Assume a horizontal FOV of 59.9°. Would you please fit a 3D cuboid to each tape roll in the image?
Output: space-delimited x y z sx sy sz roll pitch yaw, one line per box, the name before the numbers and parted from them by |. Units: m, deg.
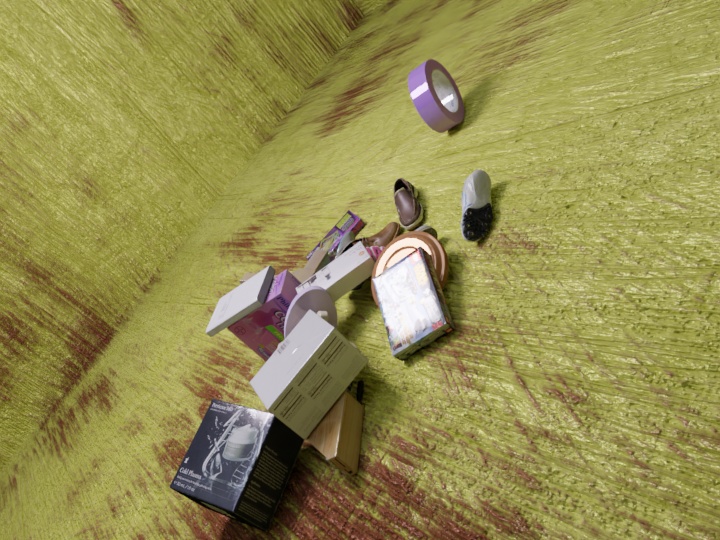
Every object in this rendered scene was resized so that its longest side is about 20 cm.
tape roll | 0.224 -0.509 1.830 0.065 0.200 0.202 -23 33 35

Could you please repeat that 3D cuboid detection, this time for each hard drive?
hard drive | -0.305 0.078 1.592 0.198 0.027 0.133 -31 29 30

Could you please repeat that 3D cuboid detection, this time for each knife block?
knife block | -0.030 0.286 1.242 0.177 0.064 0.199 -53 26 -12

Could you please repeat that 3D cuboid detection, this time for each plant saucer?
plant saucer | 0.103 0.006 1.390 0.198 0.032 0.204 -19 58 33

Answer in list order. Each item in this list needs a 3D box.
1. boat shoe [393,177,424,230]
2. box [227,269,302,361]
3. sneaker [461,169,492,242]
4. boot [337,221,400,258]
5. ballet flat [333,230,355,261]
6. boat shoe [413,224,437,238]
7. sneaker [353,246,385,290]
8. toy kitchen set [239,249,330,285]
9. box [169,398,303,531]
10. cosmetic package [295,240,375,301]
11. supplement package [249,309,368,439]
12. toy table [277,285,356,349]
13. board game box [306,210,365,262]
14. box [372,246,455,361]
boat shoe | 0.117 -0.182 1.671 0.074 0.075 0.204 -37 28 18
box | -0.206 0.128 1.606 0.198 0.176 0.098 -32 28 26
sneaker | 0.260 -0.139 1.420 0.073 0.070 0.203 111 174 -55
boot | 0.022 -0.065 1.651 0.200 0.075 0.074 -45 24 1
ballet flat | -0.044 -0.020 1.719 0.063 0.068 0.202 13 60 29
boat shoe | 0.098 -0.034 1.491 0.200 0.075 0.068 -46 31 3
sneaker | 0.000 0.000 1.589 0.197 0.088 0.075 -24 72 5
toy kitchen set | -0.197 0.057 1.746 0.196 0.166 0.181 4 34 19
box | -0.250 0.394 1.284 0.197 0.124 0.199 2 55 36
cosmetic package | -0.058 0.020 1.504 0.198 0.051 0.083 -36 38 2
supplement package | -0.108 0.207 1.276 0.201 0.111 0.155 -49 24 -8
toy table | -0.108 0.154 1.436 0.180 0.204 0.117 -8 26 -12
board game box | -0.077 -0.089 1.888 0.200 0.032 0.120 -47 22 1
box | 0.106 0.067 1.303 0.136 0.040 0.203 -34 48 24
